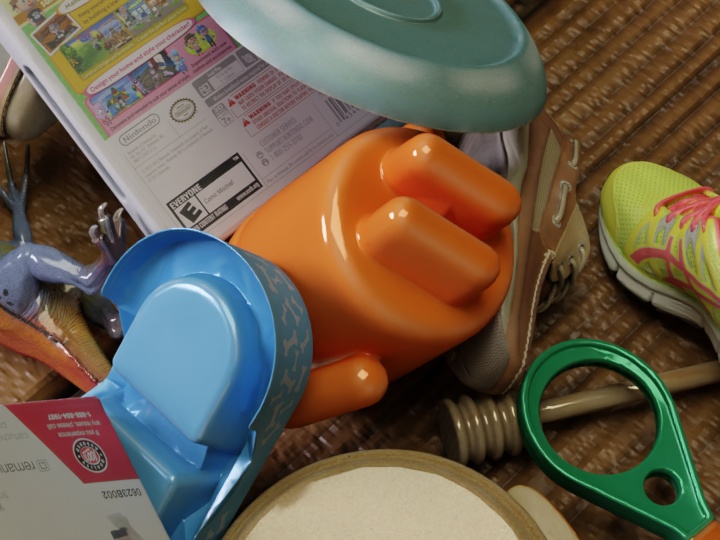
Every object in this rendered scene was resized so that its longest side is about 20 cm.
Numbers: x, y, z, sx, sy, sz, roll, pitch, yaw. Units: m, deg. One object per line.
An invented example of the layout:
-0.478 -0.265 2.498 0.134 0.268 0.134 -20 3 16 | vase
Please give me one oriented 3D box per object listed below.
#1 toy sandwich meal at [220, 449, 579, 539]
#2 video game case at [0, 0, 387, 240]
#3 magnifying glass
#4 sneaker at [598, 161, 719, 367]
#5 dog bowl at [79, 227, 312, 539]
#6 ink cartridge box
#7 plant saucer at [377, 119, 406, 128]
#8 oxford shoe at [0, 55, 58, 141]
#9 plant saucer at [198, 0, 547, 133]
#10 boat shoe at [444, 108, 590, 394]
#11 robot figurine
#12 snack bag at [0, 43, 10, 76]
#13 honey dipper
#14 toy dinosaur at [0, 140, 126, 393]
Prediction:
0.018 0.177 1.202 0.204 0.070 0.206 -2 65 5 | toy sandwich meal
-0.079 -0.126 1.333 0.200 0.022 0.182 -38 91 -26 | video game case
0.156 0.118 1.246 0.079 0.022 0.200 -34 72 -23 | magnifying glass
0.195 -0.013 1.299 0.078 0.091 0.200 -20 41 -23 | sneaker
-0.094 0.073 1.211 0.111 0.201 0.049 39 20 28 | dog bowl
-0.144 0.166 1.129 0.083 0.145 0.201 -38 71 26 | ink cartridge box
-0.032 -0.145 1.422 0.200 0.039 0.202 0 67 1 | plant saucer
-0.122 -0.138 1.363 0.074 0.071 0.200 38 74 12 | oxford shoe
0.009 -0.135 1.273 0.199 0.028 0.200 19 28 -10 | plant saucer
0.089 -0.015 1.318 0.071 0.076 0.201 23 48 -16 | boat shoe
-0.001 0.001 1.255 0.116 0.200 0.145 -8 76 -33 | robot figurine
-0.209 -0.171 1.462 0.199 0.021 0.189 -31 62 -20 | snack bag
0.140 0.066 1.298 0.199 0.038 0.038 -11 56 -13 | honey dipper
-0.204 0.002 1.309 0.180 0.105 0.201 -7 66 19 | toy dinosaur
